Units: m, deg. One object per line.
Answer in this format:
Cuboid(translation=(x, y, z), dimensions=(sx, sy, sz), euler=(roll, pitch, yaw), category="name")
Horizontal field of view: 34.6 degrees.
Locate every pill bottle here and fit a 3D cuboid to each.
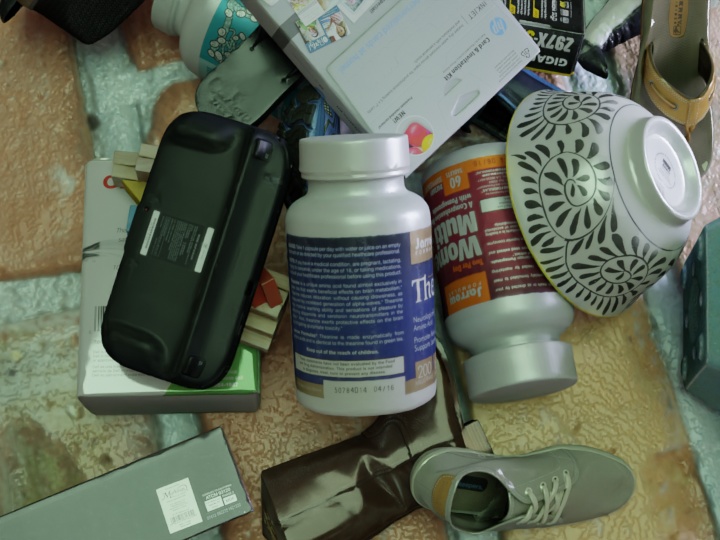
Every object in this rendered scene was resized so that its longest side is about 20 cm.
Cuboid(translation=(0.118, 0.003, 0.970), dimensions=(0.109, 0.110, 0.201), euler=(-7, 74, -5), category="pill bottle")
Cuboid(translation=(-0.082, -0.201, 1.018), dimensions=(0.199, 0.111, 0.111), euler=(28, 74, 6), category="pill bottle")
Cuboid(translation=(0.000, 0.000, 0.871), dimensions=(0.110, 0.111, 0.202), euler=(-4, 100, -4), category="pill bottle")

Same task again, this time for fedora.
Cuboid(translation=(-0.223, -0.271, 1.015), dimensions=(0.092, 0.200, 0.201), euler=(41, 74, -17), category="fedora")

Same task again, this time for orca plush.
Cuboid(translation=(0.282, -0.245, 1.074), dimensions=(0.071, 0.105, 0.200), euler=(46, 71, -22), category="orca plush")

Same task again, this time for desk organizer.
Cuboid(translation=(-0.188, 0.199, 0.912), dimensions=(0.199, 0.077, 0.072), euler=(-21, 76, -9), category="desk organizer")

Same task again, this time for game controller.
Cuboid(translation=(-0.122, -0.017, 0.859), dimensions=(0.104, 0.042, 0.201), euler=(17, 86, 14), category="game controller")

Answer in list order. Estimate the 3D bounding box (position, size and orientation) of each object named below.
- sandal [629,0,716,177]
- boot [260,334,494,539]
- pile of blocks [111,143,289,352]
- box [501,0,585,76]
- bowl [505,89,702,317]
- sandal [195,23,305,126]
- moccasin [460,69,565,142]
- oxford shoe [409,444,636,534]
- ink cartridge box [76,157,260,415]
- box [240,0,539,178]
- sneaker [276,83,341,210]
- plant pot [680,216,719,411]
Cuboid(translation=(0.284, -0.173, 1.020), dimensions=(0.080, 0.054, 0.201), euler=(-6, 108, -10), category="sandal")
Cuboid(translation=(-0.010, 0.134, 0.955), dimensions=(0.199, 0.064, 0.187), euler=(-26, 75, -5), category="boot")
Cuboid(translation=(-0.134, -0.021, 0.899), dimensions=(0.200, 0.062, 0.082), euler=(44, 74, 9), category="pile of blocks")
Cuboid(translation=(0.119, -0.263, 1.037), dimensions=(0.158, 0.050, 0.201), euler=(8, 46, 0), category="box")
Cuboid(translation=(0.217, -0.070, 0.950), dimensions=(0.200, 0.094, 0.202), euler=(21, 60, -40), category="bowl")
Cuboid(translation=(-0.055, -0.192, 0.938), dimensions=(0.076, 0.043, 0.201), euler=(35, 81, 6), category="sandal")
Cuboid(translation=(0.108, -0.156, 1.031), dimensions=(0.199, 0.081, 0.068), euler=(25, 70, 5), category="moccasin")
Cuboid(translation=(0.136, 0.179, 0.922), dimensions=(0.199, 0.058, 0.076), euler=(6, 105, -22), category="oxford shoe")
Cuboid(translation=(-0.156, 0.013, 0.964), dimensions=(0.145, 0.084, 0.201), euler=(0, 73, -4), category="ink cartridge box")
Cuboid(translation=(0.022, -0.198, 0.915), dimensions=(0.156, 0.041, 0.200), euler=(-43, 97, -9), category="box")
Cuboid(translation=(-0.023, -0.061, 0.977), dimensions=(0.078, 0.075, 0.201), euler=(-14, 113, -23), category="sneaker")
Cuboid(translation=(0.368, 0.038, 0.940), dimensions=(0.198, 0.196, 0.197), euler=(2, 73, 7), category="plant pot")
